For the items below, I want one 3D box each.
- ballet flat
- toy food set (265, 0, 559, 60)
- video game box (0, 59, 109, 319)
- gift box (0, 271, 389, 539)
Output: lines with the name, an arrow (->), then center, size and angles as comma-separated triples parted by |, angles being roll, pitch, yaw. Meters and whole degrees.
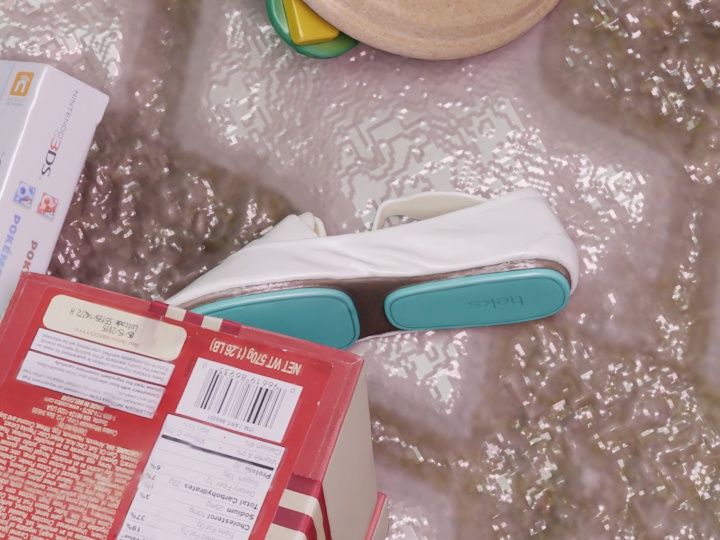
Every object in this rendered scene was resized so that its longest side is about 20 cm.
ballet flat -> 0.000, 0.000, 1.369 | 0.199, 0.069, 0.070 | -9, 75, 2
toy food set -> 0.021, -0.194, 1.381 | 0.197, 0.049, 0.201 | -10, 86, -28
video game box -> -0.219, -0.009, 1.356 | 0.200, 0.047, 0.183 | 7, 72, 44
gift box -> -0.078, 0.119, 1.287 | 0.184, 0.187, 0.200 | 19, 60, 14
